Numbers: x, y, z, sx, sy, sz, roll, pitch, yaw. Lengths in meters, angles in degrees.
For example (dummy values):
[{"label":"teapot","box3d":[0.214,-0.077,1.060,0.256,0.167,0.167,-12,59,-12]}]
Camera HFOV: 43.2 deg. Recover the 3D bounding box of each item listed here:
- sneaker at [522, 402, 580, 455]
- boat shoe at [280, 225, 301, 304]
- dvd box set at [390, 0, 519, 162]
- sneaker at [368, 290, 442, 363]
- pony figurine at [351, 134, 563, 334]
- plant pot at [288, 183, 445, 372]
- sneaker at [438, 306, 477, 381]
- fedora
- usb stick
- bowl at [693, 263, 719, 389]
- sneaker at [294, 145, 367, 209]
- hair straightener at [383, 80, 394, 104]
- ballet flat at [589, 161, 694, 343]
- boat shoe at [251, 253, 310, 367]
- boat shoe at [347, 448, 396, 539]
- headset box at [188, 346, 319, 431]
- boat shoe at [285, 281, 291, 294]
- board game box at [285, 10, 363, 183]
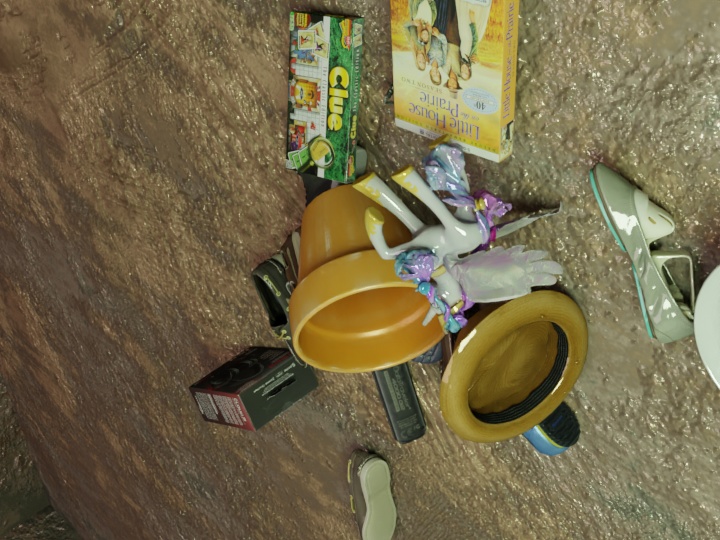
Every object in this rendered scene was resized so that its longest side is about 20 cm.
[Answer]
[{"label":"sneaker","box3d":[0.190,0.147,1.145,0.201,0.066,0.078,55,149,5]},{"label":"boat shoe","box3d":[-0.069,0.037,1.326,0.075,0.075,0.203,-32,60,32]},{"label":"dvd box set","box3d":[0.094,-0.223,0.940,0.146,0.029,0.201,27,137,33]},{"label":"sneaker","box3d":[0.040,0.056,1.262,0.199,0.082,0.074,32,107,15]},{"label":"pony figurine","box3d":[0.106,-0.036,0.961,0.192,0.167,0.201,-24,109,29]},{"label":"plant pot","box3d":[0.000,0.000,1.146,0.201,0.199,0.184,113,150,-50]},{"label":"sneaker","box3d":[0.129,0.130,1.204,0.075,0.070,0.201,9,122,49]},{"label":"fedora","box3d":[0.164,0.100,1.046,0.082,0.200,0.202,44,149,55]},{"label":"usb stick","box3d":[0.049,0.164,1.346,0.033,0.055,0.201,-133,23,-69]},{"label":"bowl","box3d":[0.399,0.049,0.782,0.201,0.090,0.202,31,138,33]},{"label":"sneaker","box3d":[-0.058,-0.116,1.252,0.099,0.071,0.201,44,138,23]},{"label":"hair straightener","box3d":[0.095,-0.211,1.001,0.200,0.041,0.077,-20,101,50]},{"label":"ballet flat","box3d":[0.290,-0.024,0.903,0.063,0.067,0.201,-18,104,27]},{"label":"boat shoe","box3d":[-0.124,0.075,1.486,0.072,0.060,0.202,5,120,50]},{"label":"boat shoe","box3d":[0.014,0.395,1.556,0.059,0.072,0.201,27,132,46]},{"label":"headset box","box3d":[-0.181,0.202,1.579,0.200,0.149,0.078,-4,114,53]},{"label":"boat shoe","box3d":[-0.039,0.084,1.380,0.200,0.067,0.074,49,145,13]},{"label":"board game box","box3d":[-0.047,-0.217,1.141,0.104,0.023,0.201,15,113,32]}]
